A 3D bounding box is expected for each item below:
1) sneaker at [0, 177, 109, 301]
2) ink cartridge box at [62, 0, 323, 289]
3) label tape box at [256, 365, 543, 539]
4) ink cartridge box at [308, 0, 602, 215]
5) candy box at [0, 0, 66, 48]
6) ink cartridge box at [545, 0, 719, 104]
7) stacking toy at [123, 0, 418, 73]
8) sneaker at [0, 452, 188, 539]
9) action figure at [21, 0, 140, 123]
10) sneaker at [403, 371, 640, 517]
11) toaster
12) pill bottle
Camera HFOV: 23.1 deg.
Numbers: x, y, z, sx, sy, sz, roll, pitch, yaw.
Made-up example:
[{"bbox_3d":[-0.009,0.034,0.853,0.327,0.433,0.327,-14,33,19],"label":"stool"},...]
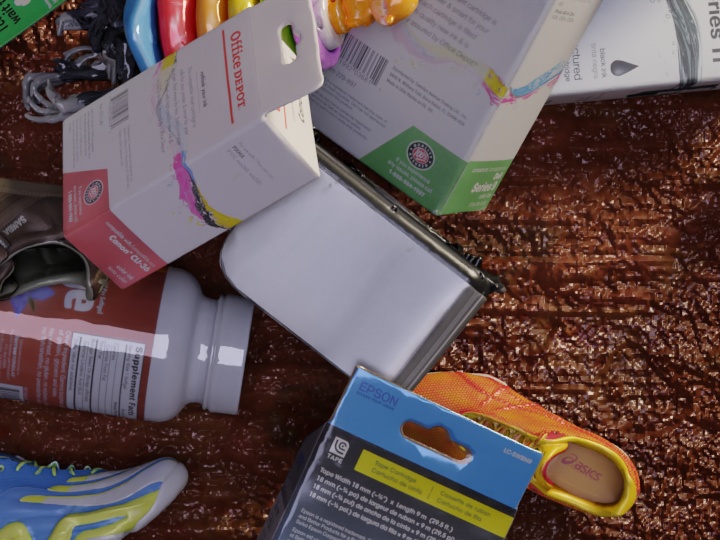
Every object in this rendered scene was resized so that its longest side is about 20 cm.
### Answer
[{"bbox_3d":[-0.262,-0.020,1.186,0.198,0.071,0.076,0,50,-4],"label":"sneaker"},{"bbox_3d":[-0.096,-0.088,1.138,0.199,0.117,0.068,-28,133,19],"label":"ink cartridge box"},{"bbox_3d":[0.014,0.177,1.182,0.143,0.063,0.202,25,94,-8],"label":"label tape box"},{"bbox_3d":[0.064,-0.162,1.232,0.145,0.087,0.201,36,112,23],"label":"ink cartridge box"},{"bbox_3d":[-0.255,-0.260,1.237,0.199,0.077,0.170,-37,63,-1],"label":"candy box"},{"bbox_3d":[0.211,-0.203,1.293,0.198,0.083,0.148,-6,91,-3],"label":"ink cartridge box"},{"bbox_3d":[-0.051,-0.171,1.205,0.198,0.117,0.110,-7,136,20],"label":"stacking toy"},{"bbox_3d":[-0.229,0.166,1.285,0.199,0.076,0.106,-29,92,-1],"label":"sneaker"},{"bbox_3d":[-0.193,-0.121,1.261,0.101,0.119,0.202,-1,97,-8],"label":"action figure"},{"bbox_3d":[0.114,0.123,1.299,0.198,0.077,0.074,18,92,7],"label":"sneaker"},{"bbox_3d":[0.000,0.000,1.241,0.199,0.181,0.119,37,92,-1],"label":"toaster"},{"bbox_3d":[-0.179,0.046,1.266,0.198,0.112,0.114,9,91,-4],"label":"pill bottle"}]
